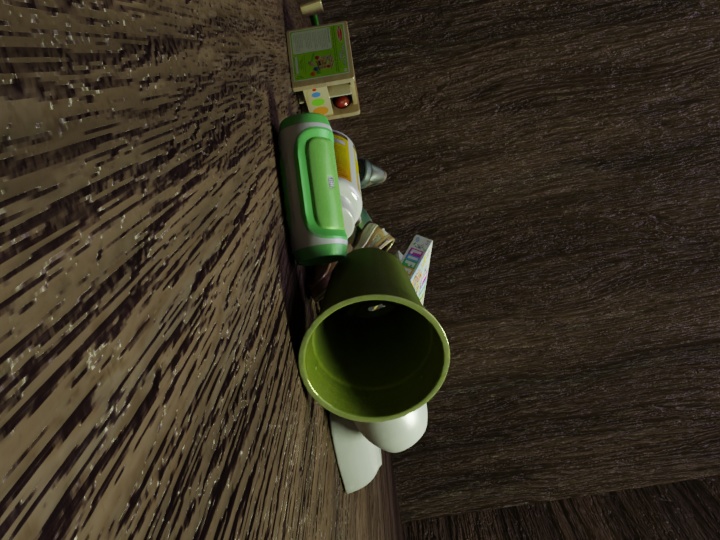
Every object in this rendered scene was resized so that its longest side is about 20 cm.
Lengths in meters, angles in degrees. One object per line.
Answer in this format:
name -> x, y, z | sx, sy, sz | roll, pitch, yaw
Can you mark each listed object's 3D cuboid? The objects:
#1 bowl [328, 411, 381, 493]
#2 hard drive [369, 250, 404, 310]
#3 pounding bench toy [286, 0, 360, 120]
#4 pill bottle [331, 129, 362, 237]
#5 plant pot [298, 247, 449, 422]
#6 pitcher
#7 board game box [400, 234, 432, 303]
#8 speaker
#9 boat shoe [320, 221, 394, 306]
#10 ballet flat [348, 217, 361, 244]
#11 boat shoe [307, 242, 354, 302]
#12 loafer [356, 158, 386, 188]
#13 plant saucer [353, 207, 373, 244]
bowl -> -0.009, 0.264, 1.229 | 0.202, 0.072, 0.204 | -96, 175, -58
hard drive -> 0.014, 0.053, 1.309 | 0.027, 0.200, 0.132 | 41, 9, -7
pounding bench toy -> -0.077, -0.428, 1.393 | 0.156, 0.121, 0.206 | 73, 8, -74
pill bottle -> -0.053, -0.138, 1.141 | 0.203, 0.106, 0.111 | -96, 176, -47
plant pot -> 0.016, 0.067, 0.951 | 0.192, 0.194, 0.205 | -92, 173, -59
pitcher -> 0.042, 0.168, 1.092 | 0.203, 0.170, 0.120 | 58, -23, -15
board game box -> 0.079, 0.058, 1.205 | 0.203, 0.033, 0.135 | 93, 22, -44
speaker -> -0.069, -0.114, 0.976 | 0.088, 0.086, 0.206 | 63, 18, -82
boat shoe -> 0.000, 0.000, 1.267 | 0.202, 0.075, 0.072 | -58, 169, -22
ballet flat -> -0.033, -0.085, 1.338 | 0.067, 0.066, 0.202 | 52, 34, -28
boat shoe -> -0.061, -0.012, 1.144 | 0.068, 0.072, 0.201 | 46, 21, -13
loafer -> -0.025, -0.180, 1.365 | 0.198, 0.062, 0.074 | 4, -92, 55
plant saucer -> 0.013, -0.059, 1.465 | 0.203, 0.027, 0.201 | 60, -10, 17
